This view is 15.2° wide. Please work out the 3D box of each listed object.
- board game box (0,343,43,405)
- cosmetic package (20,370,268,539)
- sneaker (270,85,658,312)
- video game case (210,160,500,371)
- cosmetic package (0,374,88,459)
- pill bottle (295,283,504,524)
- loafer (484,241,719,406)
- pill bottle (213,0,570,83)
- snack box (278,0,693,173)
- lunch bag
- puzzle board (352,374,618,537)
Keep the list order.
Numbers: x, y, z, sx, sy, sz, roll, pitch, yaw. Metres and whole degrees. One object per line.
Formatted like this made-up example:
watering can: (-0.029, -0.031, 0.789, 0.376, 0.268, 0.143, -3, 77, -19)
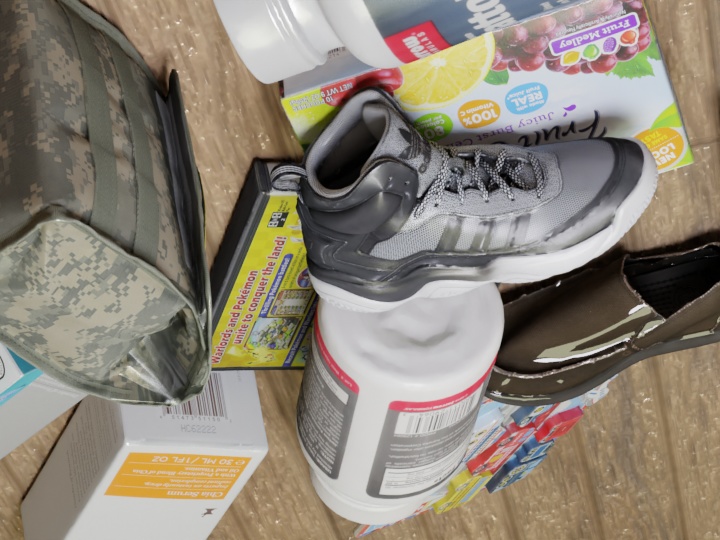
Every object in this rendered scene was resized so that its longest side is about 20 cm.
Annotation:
board game box: (-0.274, 0.036, 1.487, 0.200, 0.151, 0.047, -36, 174, 32)
cosmetic package: (-0.144, 0.136, 1.761, 0.101, 0.072, 0.200, 4, 145, -24)
sneaker: (0.052, -0.047, 1.423, 0.199, 0.076, 0.114, -16, 139, 13)
video game case: (0.000, 0.000, 1.642, 0.180, 0.026, 0.200, 0, 147, -19)
cosmetic package: (-0.214, 0.036, 1.550, 0.090, 0.107, 0.200, 18, 139, -40)
pill bottle: (0.019, 0.074, 1.635, 0.110, 0.111, 0.200, -5, 148, -12)
loafer: (0.156, 0.021, 1.690, 0.199, 0.073, 0.071, -20, 145, -10)
pill bottle: (0.029, -0.166, 1.304, 0.199, 0.120, 0.120, -20, 147, 13)
snack box: (0.069, -0.091, 1.475, 0.199, 0.053, 0.142, -17, 137, 9)
lunch bag: (-0.143, -0.036, 1.404, 0.117, 0.165, 0.200, -24, 146, 22)
puzzle board: (0.093, 0.115, 1.798, 0.150, 0.017, 0.200, -19, 159, -33)
